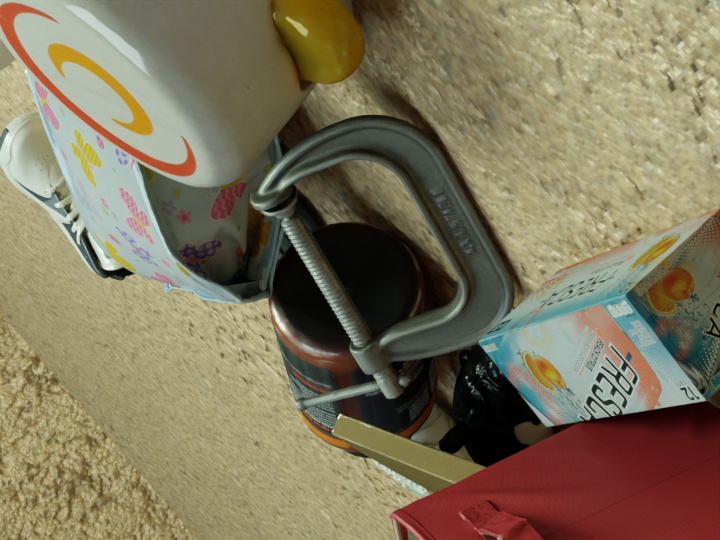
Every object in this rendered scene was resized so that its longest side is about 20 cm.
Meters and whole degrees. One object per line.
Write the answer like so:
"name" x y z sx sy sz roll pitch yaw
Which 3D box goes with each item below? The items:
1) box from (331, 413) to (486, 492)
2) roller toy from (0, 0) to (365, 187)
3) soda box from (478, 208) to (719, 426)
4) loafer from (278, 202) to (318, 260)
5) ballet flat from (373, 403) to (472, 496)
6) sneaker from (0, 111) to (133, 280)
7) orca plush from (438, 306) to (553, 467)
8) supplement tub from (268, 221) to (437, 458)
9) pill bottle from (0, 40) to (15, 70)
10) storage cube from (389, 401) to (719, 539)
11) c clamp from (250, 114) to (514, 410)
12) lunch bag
"box" 0.098 0.150 1.179 0.199 0.021 0.163 19 170 33
"roller toy" -0.101 -0.150 0.993 0.182 0.140 0.200 42 164 -16
"soda box" 0.133 0.029 0.908 0.064 0.068 0.200 51 163 -3
"loafer" -0.092 -0.025 1.384 0.072 0.063 0.200 55 163 -20
"ballet flat" 0.014 0.096 1.387 0.200 0.072 0.072 40 162 27
"sneaker" -0.250 -0.059 1.692 0.129 0.079 0.199 34 158 38
"orca plush" 0.088 0.102 1.187 0.105 0.071 0.200 47 164 6
"supplement tub" -0.001 0.059 1.259 0.107 0.107 0.200 41 161 25
"pill bottle" -0.359 -0.244 1.504 0.200 0.112 0.112 38 161 30
"storage cube" 0.145 0.188 0.908 0.171 0.179 0.201 30 141 63
"c clamp" 0.000 0.000 1.091 0.170 0.027 0.200 -12 123 21
"lunch bag" -0.127 -0.079 1.219 0.169 0.127 0.201 10 120 63
